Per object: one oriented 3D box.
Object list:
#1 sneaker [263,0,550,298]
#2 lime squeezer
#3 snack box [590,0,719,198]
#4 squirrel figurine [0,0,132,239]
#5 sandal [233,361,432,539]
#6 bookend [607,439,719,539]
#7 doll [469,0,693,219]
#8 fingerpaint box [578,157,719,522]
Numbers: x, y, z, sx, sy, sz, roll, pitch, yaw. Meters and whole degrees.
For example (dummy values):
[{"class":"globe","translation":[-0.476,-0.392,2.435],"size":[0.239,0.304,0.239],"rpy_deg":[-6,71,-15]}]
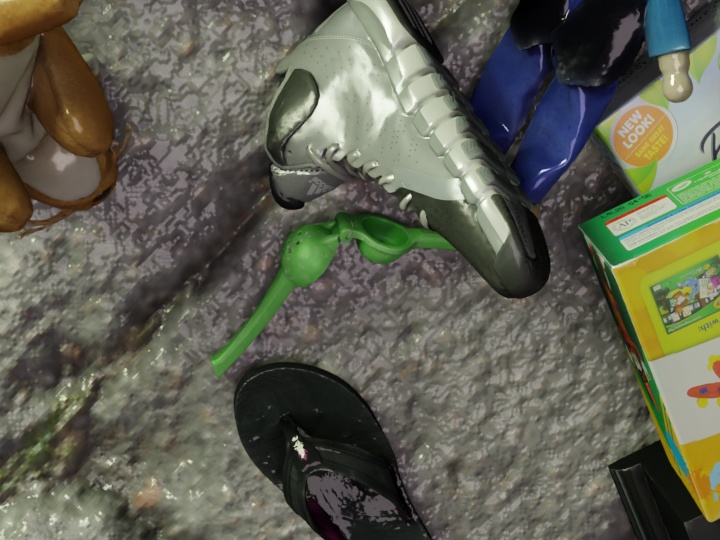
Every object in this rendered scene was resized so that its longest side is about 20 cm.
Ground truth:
[{"class":"sneaker","translation":[0.013,-0.047,0.750],"size":[0.115,0.202,0.075],"rpy_deg":[-34,152,15]},{"class":"lime squeezer","translation":[0.000,0.000,0.813],"size":[0.197,0.038,0.071],"rpy_deg":[-20,108,-2]},{"class":"snack box","translation":[0.242,-0.094,0.806],"size":[0.199,0.053,0.143],"rpy_deg":[-39,106,6]},{"class":"squirrel figurine","translation":[-0.199,-0.105,0.700],"size":[0.199,0.187,0.142],"rpy_deg":[38,93,17]},{"class":"sandal","translation":[-0.003,0.138,0.846],"size":[0.075,0.048,0.202],"rpy_deg":[-33,108,3]},{"class":"bookend","translation":[0.270,0.144,0.804],"size":[0.197,0.200,0.093],"rpy_deg":[-25,108,0]},{"class":"doll","translation":[0.118,-0.125,0.755],"size":[0.048,0.136,0.202],"rpy_deg":[-3,125,-52]},{"class":"fingerpaint box","translation":[0.241,0.014,0.776],"size":[0.198,0.073,0.168],"rpy_deg":[-26,112,2]}]
